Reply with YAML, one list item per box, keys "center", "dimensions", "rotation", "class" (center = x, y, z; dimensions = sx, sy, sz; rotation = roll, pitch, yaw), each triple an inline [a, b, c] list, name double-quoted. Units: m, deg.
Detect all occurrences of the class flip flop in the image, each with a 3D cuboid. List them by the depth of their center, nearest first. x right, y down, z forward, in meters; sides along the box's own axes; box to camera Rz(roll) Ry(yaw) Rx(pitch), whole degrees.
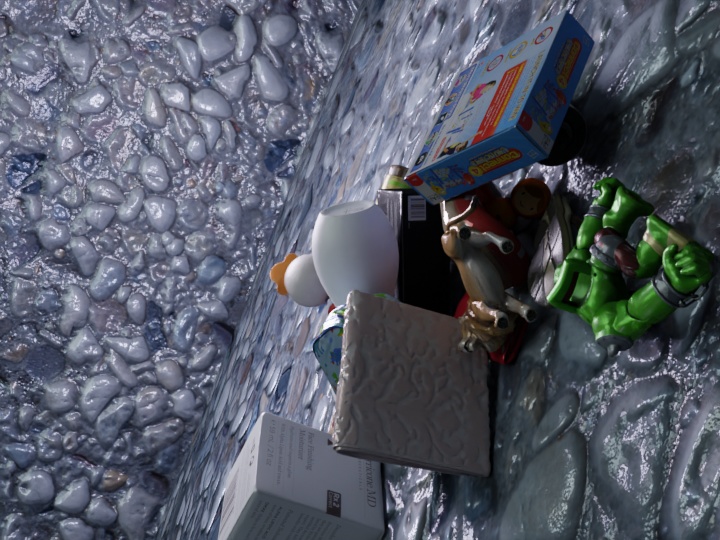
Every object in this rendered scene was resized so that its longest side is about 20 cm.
- center: [0.226, -0.024, 0.974]
  dimensions: [0.200, 0.057, 0.081]
  rotation: [-65, -1, -63]
  class: "flip flop"

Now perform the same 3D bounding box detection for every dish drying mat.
- center: [0.161, 0.071, 1.135]
  dimensions: [0.200, 0.018, 0.077]
  rotation: [-164, 93, -75]
  class: "dish drying mat"

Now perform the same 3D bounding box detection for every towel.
- center: [0.063, 0.134, 1.032]
  dimensions: [0.032, 0.190, 0.201]
  rotation: [128, 152, -52]
  class: "towel"

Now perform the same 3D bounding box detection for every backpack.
- center: [0.031, 0.127, 1.129]
  dimensions: [0.163, 0.153, 0.201]
  rotation: [-40, 62, 58]
  class: "backpack"

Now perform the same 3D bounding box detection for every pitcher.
- center: [0.000, 0.000, 1.269]
  dimensions: [0.172, 0.121, 0.201]
  rotation: [-84, -16, -72]
  class: "pitcher"

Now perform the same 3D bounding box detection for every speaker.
- center: [0.228, -0.205, 1.147]
  dimensions: [0.200, 0.081, 0.081]
  rotation: [-102, 35, -63]
  class: "speaker"

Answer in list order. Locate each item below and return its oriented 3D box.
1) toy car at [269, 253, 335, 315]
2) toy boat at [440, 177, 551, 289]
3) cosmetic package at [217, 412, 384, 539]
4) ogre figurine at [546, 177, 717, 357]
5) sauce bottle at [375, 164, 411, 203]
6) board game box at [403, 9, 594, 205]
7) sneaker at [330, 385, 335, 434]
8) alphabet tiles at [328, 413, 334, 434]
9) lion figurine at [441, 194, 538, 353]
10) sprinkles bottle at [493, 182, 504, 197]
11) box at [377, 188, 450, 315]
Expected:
- center: [-0.060, 0.007, 1.580]
  dimensions: [0.185, 0.199, 0.178]
  rotation: [109, 175, -65]
  class: "toy car"
- center: [0.180, -0.070, 1.109]
  dimensions: [0.130, 0.131, 0.200]
  rotation: [-30, 31, 20]
  class: "toy boat"
- center: [-0.088, 0.346, 1.296]
  dimensions: [0.165, 0.199, 0.165]
  rotation: [-93, 28, -57]
  class: "cosmetic package"
- center: [0.236, -0.004, 0.807]
  dimensions: [0.120, 0.098, 0.200]
  rotation: [-57, 40, 19]
  class: "ogre figurine"
- center: [0.042, -0.067, 1.403]
  dimensions: [0.065, 0.064, 0.201]
  rotation: [-179, 109, -74]
  class: "sauce bottle"
- center: [0.166, -0.192, 1.062]
  dimensions: [0.195, 0.056, 0.201]
  rotation: [-19, 37, 52]
  class: "board game box"
- center: [-0.003, 0.202, 1.407]
  dimensions: [0.121, 0.083, 0.201]
  rotation: [121, 155, -49]
  class: "sneaker"
- center: [-0.044, 0.337, 1.529]
  dimensions: [0.167, 0.008, 0.201]
  rotation: [145, 143, -64]
  class: "alphabet tiles"
- center: [0.134, 0.006, 1.005]
  dimensions: [0.122, 0.072, 0.201]
  rotation: [-156, 48, -70]
  class: "lion figurine"
- center: [0.147, -0.099, 1.316]
  dimensions: [0.200, 0.068, 0.069]
  rotation: [-166, 96, -76]
  class: "sprinkles bottle"
- center: [0.077, -0.021, 1.309]
  dimensions: [0.141, 0.078, 0.201]
  rotation: [-157, 65, -73]
  class: "box"
